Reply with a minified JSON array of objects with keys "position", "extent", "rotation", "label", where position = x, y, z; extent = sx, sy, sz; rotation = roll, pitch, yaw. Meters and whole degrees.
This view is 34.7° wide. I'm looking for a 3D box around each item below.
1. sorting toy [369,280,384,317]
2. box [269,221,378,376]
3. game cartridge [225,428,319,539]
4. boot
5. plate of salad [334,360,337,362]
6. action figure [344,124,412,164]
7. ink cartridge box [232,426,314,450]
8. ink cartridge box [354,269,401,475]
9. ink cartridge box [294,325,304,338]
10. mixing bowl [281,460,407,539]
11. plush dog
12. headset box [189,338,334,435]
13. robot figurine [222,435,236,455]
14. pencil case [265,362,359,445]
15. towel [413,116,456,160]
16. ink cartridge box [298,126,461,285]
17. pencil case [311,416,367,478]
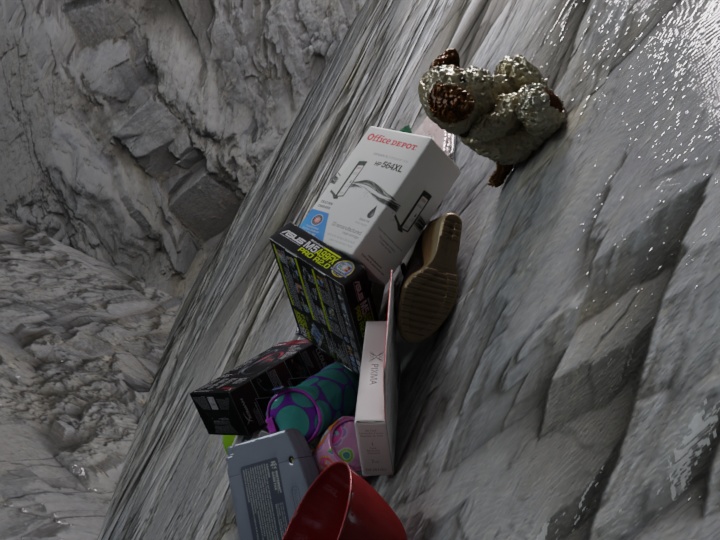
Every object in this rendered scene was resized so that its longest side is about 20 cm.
[{"position":[0.000,0.000,1.770],"extent":[0.200,0.069,0.200],"rotation":[-85,5,-58],"label":"sorting toy"},{"position":[-0.042,0.046,1.617],"extent":[0.044,0.201,0.160],"rotation":[-37,47,-23],"label":"box"},{"position":[-0.104,0.313,1.496],"extent":[0.133,0.041,0.201],"rotation":[-19,75,28],"label":"game cartridge"},{"position":[0.085,0.028,1.585],"extent":[0.166,0.072,0.201],"rotation":[123,169,-66],"label":"boot"},{"position":[-0.072,0.179,1.890],"extent":[0.200,0.048,0.200],"rotation":[-57,14,23],"label":"plate of salad"},{"position":[-0.004,-0.131,1.728],"extent":[0.200,0.055,0.118],"rotation":[-47,-19,-27],"label":"action figure"},{"position":[-0.121,0.282,1.731],"extent":[0.068,0.117,0.200],"rotation":[-65,14,-4],"label":"ink cartridge box"},{"position":[0.022,0.127,1.460],"extent":[0.200,0.044,0.177],"rotation":[-83,-11,-54],"label":"ink cartridge box"},{"position":[-0.061,0.013,1.872],"extent":[0.200,0.040,0.201],"rotation":[31,-108,-85],"label":"ink cartridge box"},{"position":[-0.015,0.324,1.274],"extent":[0.200,0.108,0.200],"rotation":[-56,16,25],"label":"mixing bowl"},{"position":[0.152,-0.211,1.510],"extent":[0.161,0.171,0.200],"rotation":[-58,15,22],"label":"plush dog"},{"position":[-0.138,0.172,1.762],"extent":[0.200,0.075,0.148],"rotation":[-29,9,-32],"label":"headset box"},{"position":[-0.172,0.270,1.923],"extent":[0.200,0.115,0.176],"rotation":[-167,93,-83],"label":"robot figurine"},{"position":[-0.061,0.185,1.608],"extent":[0.200,0.092,0.086],"rotation":[-16,-82,-69],"label":"pencil case"},{"position":[0.106,-0.184,1.937],"extent":[0.191,0.032,0.200],"rotation":[-51,18,38],"label":"towel"},{"position":[0.024,-0.096,1.619],"extent":[0.146,0.084,0.200],"rotation":[19,72,50],"label":"ink cartridge box"},{"position":[-0.047,0.276,1.551],"extent":[0.200,0.087,0.088],"rotation":[-52,18,43],"label":"pencil case"}]
